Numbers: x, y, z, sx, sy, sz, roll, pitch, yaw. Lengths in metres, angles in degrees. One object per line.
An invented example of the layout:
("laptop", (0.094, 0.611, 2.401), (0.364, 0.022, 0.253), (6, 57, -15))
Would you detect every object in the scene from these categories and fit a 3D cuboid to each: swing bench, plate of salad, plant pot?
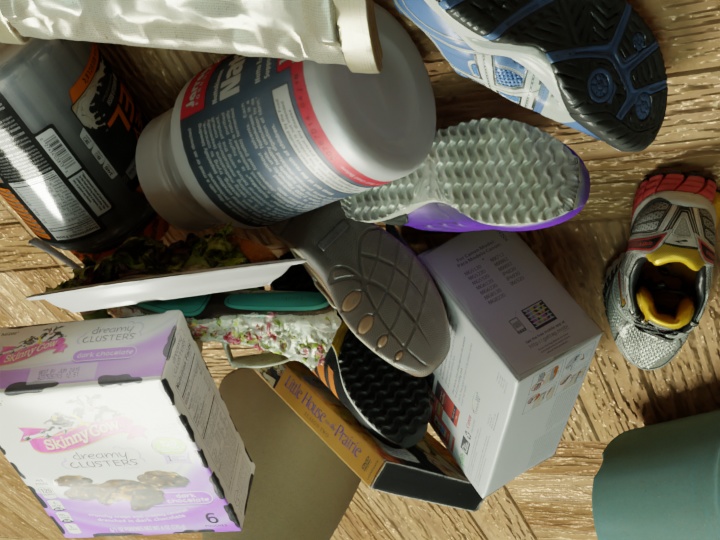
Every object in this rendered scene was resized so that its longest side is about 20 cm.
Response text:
("swing bench", (-0.071, -0.209, 0.509), (0.197, 0.201, 0.130), (7, 144, 13))
("plate of salad", (-0.137, -0.003, 0.760), (0.198, 0.049, 0.200), (-8, -179, 0))
("plant pot", (-0.090, 0.236, 1.124), (0.186, 0.201, 0.188), (11, 144, 8))
("plant pot", (0.322, 0.206, 0.933), (0.200, 0.201, 0.195), (36, 148, -26))

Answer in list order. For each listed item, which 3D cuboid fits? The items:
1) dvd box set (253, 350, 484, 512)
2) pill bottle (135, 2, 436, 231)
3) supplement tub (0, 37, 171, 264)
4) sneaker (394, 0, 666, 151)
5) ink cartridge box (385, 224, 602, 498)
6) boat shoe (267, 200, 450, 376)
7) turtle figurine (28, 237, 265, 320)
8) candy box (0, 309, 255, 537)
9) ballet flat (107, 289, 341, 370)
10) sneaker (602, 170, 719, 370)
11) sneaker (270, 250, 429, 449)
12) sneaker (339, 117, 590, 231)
("dvd box set", (0.008, 0.141, 0.967), (0.146, 0.030, 0.200), (24, -171, -42))
("pill bottle", (-0.059, -0.095, 0.731), (0.199, 0.120, 0.120), (-17, 133, 38))
("supplement tub", (-0.223, -0.100, 0.790), (0.122, 0.123, 0.201), (-2, 141, 25))
("sneaker", (0.106, -0.139, 0.648), (0.199, 0.076, 0.077), (32, 168, -24))
("ink cartridge box", (0.094, 0.058, 0.878), (0.176, 0.083, 0.201), (53, 158, 28))
("boat shoe", (0.000, 0.000, 0.831), (0.200, 0.076, 0.072), (52, 176, 18))
("turtle figurine", (-0.189, 0.024, 0.960), (0.192, 0.201, 0.145), (-17, 131, 5))
("candy box", (-0.196, 0.130, 0.863), (0.166, 0.072, 0.201), (-5, 133, 13))
("ballet flat", (-0.115, 0.047, 0.859), (0.198, 0.076, 0.065), (6, 110, 7))
("sneaker", (0.220, 0.018, 0.801), (0.077, 0.083, 0.201), (7, 144, 14))
("sneaker", (-0.010, 0.075, 0.929), (0.200, 0.070, 0.090), (51, 158, 19))
("sneaker", (0.086, -0.061, 0.748), (0.199, 0.070, 0.099), (5, 177, 44))
